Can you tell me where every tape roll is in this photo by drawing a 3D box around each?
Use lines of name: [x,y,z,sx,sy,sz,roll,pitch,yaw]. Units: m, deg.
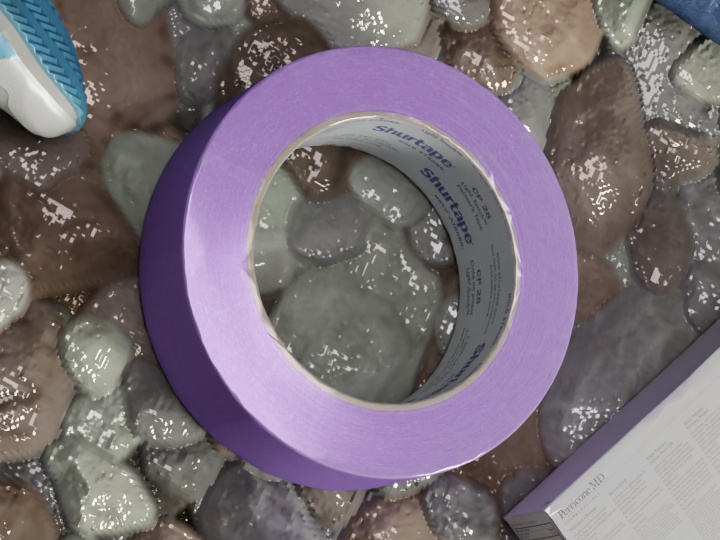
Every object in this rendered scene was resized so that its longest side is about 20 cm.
tape roll: [0.000,0.000,1.271,0.199,0.066,0.202,5,78,-23]

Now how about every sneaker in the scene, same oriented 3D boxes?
sneaker: [-0.202,-0.123,1.204,0.081,0.077,0.200,-40,117,16]

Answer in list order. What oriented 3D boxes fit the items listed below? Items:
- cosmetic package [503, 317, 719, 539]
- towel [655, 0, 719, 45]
cosmetic package: [0.169,0.089,1.336,0.200,0.051,0.083,-39,99,-24]
towel: [0.217,-0.155,1.401,0.199,0.048,0.112,30,70,-17]
